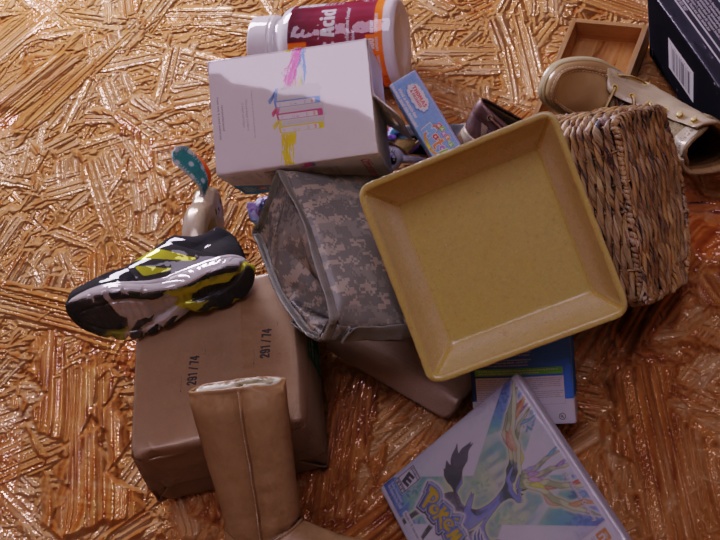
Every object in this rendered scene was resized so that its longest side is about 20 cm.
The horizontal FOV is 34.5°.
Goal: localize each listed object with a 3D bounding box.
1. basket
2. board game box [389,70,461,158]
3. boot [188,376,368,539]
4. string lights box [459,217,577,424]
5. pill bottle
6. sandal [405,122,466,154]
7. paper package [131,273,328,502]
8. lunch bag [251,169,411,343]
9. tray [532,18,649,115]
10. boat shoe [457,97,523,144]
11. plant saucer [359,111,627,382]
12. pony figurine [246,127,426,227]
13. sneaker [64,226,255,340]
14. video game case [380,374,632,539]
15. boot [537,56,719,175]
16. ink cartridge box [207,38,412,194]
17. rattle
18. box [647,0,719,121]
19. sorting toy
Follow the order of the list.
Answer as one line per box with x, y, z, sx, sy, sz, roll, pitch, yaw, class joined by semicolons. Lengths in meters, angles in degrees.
0.247;-0.068;1.209;0.148;0.201;0.142;-5;10;40;basket
0.091;-0.129;1.261;0.036;0.200;0.152;-31;86;6;board game box
-0.067;0.200;1.091;0.174;0.066;0.201;-8;93;11;boot
0.157;0.049;1.147;0.102;0.059;0.201;-3;95;13;string lights box
-0.041;-0.293;1.520;0.199;0.114;0.115;-2;52;15;pill bottle
0.133;-0.145;1.390;0.199;0.075;0.048;0;73;26;sandal
-0.138;0.120;1.227;0.190;0.104;0.201;-12;49;5;paper package
0.000;0.000;1.197;0.163;0.118;0.200;0;45;-29;lunch bag
0.282;-0.226;1.425;0.098;0.037;0.201;11;57;23;tray
0.211;-0.135;1.302;0.199;0.072;0.072;25;31;2;boat shoe
0.124;-0.021;1.092;0.199;0.048;0.201;-21;91;13;plant saucer
-0.042;-0.116;1.373;0.193;0.167;0.200;32;75;18;pony figurine
-0.213;0.012;1.230;0.199;0.075;0.085;-13;44;-7;sneaker
0.127;0.225;1.072;0.182;0.022;0.200;-42;49;13;video game case
0.306;-0.167;1.269;0.073;0.199;0.156;-65;32;17;boot
-0.049;-0.163;1.252;0.199;0.129;0.126;-7;84;7;ink cartridge box
-0.140;-0.054;1.331;0.142;0.130;0.201;-9;68;24;rattle
0.465;-0.261;1.340;0.197;0.123;0.201;-20;51;1;box
0.085;0.047;1.269;0.185;0.037;0.200;28;69;32;sorting toy
